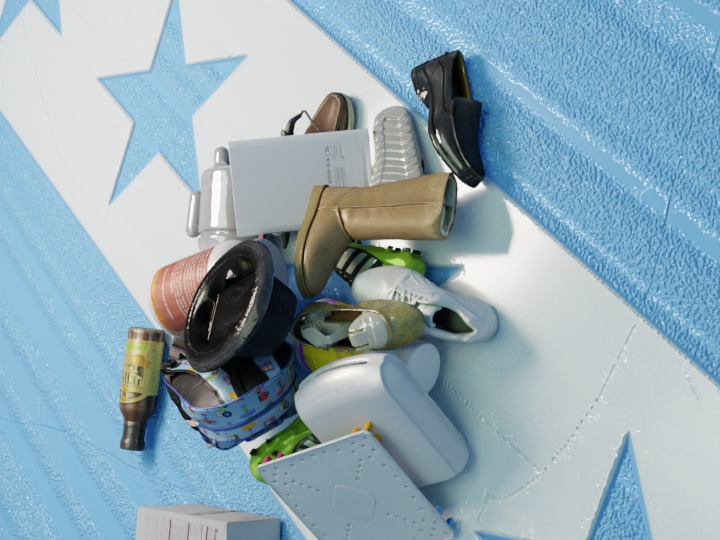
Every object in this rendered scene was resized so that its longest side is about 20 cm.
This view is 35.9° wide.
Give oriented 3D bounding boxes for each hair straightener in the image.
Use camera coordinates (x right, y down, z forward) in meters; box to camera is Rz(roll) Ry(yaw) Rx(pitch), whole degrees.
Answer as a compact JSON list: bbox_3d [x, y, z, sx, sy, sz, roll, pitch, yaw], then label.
[{"bbox_3d":[-0.092,-0.129,1.598,0.041,0.076,0.202,-133,55,-80],"label":"hair straightener"}]

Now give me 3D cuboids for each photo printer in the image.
[{"bbox_3d":[0.021,0.195,1.427,0.165,0.201,0.070,-21,27,37],"label":"photo printer"}]

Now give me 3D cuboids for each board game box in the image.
[{"bbox_3d":[-0.006,0.295,1.454,0.199,0.200,0.026,-24,26,35],"label":"board game box"}]

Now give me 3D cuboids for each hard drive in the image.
[{"bbox_3d":[-0.082,-0.124,1.565,0.027,0.197,0.134,-136,40,-81],"label":"hard drive"}]

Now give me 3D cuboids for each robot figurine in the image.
[{"bbox_3d":[-0.191,-0.087,1.698,0.168,0.113,0.203,-2,82,24],"label":"robot figurine"}]

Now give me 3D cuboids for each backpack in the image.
[{"bbox_3d":[-0.163,0.169,1.555,0.200,0.181,0.136,22,138,62],"label":"backpack"}]

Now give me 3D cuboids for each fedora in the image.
[{"bbox_3d":[-0.149,0.060,1.468,0.200,0.091,0.202,-37,40,38],"label":"fedora"}]

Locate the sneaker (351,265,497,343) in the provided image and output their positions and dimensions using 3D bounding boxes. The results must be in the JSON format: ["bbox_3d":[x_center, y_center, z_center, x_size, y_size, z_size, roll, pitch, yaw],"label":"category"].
[{"bbox_3d":[0.077,0.043,1.431,0.198,0.080,0.071,17,100,17],"label":"sneaker"}]

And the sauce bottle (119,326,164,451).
[{"bbox_3d":[-0.364,0.195,1.833,0.064,0.064,0.203,2,84,40],"label":"sauce bottle"}]

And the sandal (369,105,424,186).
[{"bbox_3d":[0.056,-0.135,1.544,0.082,0.050,0.205,-8,65,24],"label":"sandal"}]

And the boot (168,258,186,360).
[{"bbox_3d":[-0.234,0.062,1.741,0.199,0.069,0.176,8,89,43],"label":"boot"}]

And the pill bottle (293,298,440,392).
[{"bbox_3d":[0.009,0.109,1.504,0.199,0.104,0.105,16,93,40],"label":"pill bottle"}]

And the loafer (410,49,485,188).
[{"bbox_3d":[0.129,-0.205,1.477,0.072,0.073,0.202,-31,65,27],"label":"loafer"}]

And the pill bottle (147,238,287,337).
[{"bbox_3d":[-0.205,0.022,1.608,0.199,0.112,0.114,-19,71,35],"label":"pill bottle"}]

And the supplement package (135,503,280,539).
[{"bbox_3d":[-0.229,0.416,1.649,0.198,0.116,0.119,-1,82,40],"label":"supplement package"}]

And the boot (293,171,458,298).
[{"bbox_3d":[0.019,-0.048,1.454,0.198,0.066,0.177,-1,65,23],"label":"boot"}]

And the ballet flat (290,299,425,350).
[{"bbox_3d":[-0.010,0.075,1.418,0.198,0.070,0.072,1,83,39],"label":"ballet flat"}]

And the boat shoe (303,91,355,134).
[{"bbox_3d":[-0.069,-0.167,1.633,0.074,0.074,0.204,21,97,40],"label":"boat shoe"}]

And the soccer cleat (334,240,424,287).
[{"bbox_3d":[0.000,0.000,1.546,0.198,0.067,0.082,10,89,38],"label":"soccer cleat"}]

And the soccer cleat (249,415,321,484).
[{"bbox_3d":[-0.067,0.238,1.578,0.199,0.081,0.068,-34,49,7],"label":"soccer cleat"}]
